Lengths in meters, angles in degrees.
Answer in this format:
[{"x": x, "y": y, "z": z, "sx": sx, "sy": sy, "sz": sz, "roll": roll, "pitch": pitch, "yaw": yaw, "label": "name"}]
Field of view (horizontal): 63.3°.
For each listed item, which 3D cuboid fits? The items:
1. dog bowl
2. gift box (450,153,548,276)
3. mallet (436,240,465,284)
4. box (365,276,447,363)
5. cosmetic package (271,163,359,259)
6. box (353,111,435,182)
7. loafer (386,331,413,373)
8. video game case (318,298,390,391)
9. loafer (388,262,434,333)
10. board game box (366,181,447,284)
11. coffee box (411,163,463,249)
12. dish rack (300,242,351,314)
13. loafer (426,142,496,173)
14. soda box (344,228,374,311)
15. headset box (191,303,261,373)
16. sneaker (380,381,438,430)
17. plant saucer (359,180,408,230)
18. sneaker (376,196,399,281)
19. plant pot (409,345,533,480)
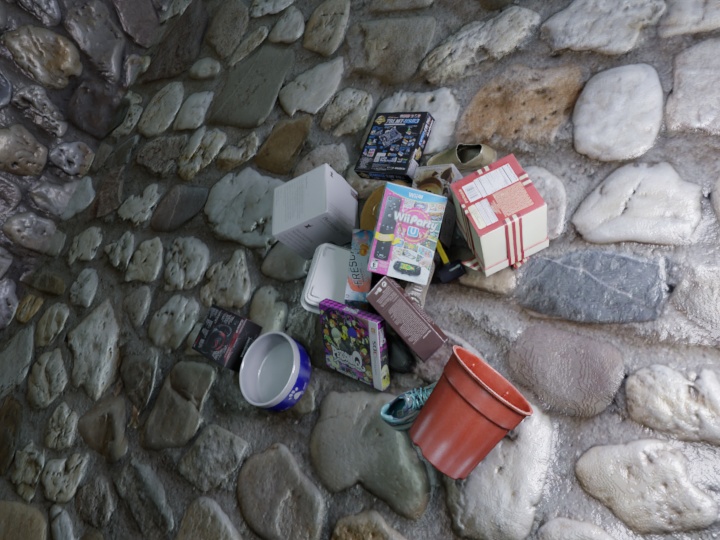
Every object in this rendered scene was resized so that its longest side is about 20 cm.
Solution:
[{"x": -0.231, "y": 0.273, "z": 1.576, "sx": 0.196, "sy": 0.079, "sz": 0.205, "roll": -17, "pitch": 58, "yaw": 28, "label": "dog bowl"}, {"x": 0.296, "y": -0.115, "z": 1.312, "sx": 0.196, "sy": 0.188, "sz": 0.188, "roll": -22, "pitch": 56, "yaw": 7, "label": "gift box"}, {"x": 0.191, "y": -0.069, "z": 1.388, "sx": 0.064, "sy": 0.204, "sz": 0.041, "roll": -18, "pitch": 14, "yaw": 15, "label": "mallet"}, {"x": 0.108, "y": 0.110, "z": 1.340, "sx": 0.075, "sy": 0.100, "sz": 0.200, "roll": -46, "pitch": 79, "yaw": 8, "label": "box"}, {"x": -0.127, "y": -0.164, "z": 1.667, "sx": 0.196, "sy": 0.164, "sz": 0.169, "roll": -19, "pitch": 57, "yaw": 28, "label": "cosmetic package"}, {"x": 0.096, "y": -0.358, "z": 1.680, "sx": 0.197, "sy": 0.049, "sz": 0.203, "roll": 11, "pitch": 73, "yaw": 40, "label": "box"}, {"x": 0.050, "y": 0.177, "z": 1.422, "sx": 0.073, "sy": 0.072, "sz": 0.199, "roll": -53, "pitch": 49, "yaw": -1, "label": "loafer"}, {"x": -0.016, "y": 0.178, "z": 1.422, "sx": 0.197, "sy": 0.035, "sz": 0.186, "roll": 16, "pitch": 120, "yaw": 40, "label": "video game case"}, {"x": 0.123, "y": 0.058, "z": 1.435, "sx": 0.204, "sy": 0.074, "sz": 0.068, "roll": -65, "pitch": 12, "yaw": 2, "label": "loafer"}, {"x": 0.104, "y": -0.086, "z": 1.342, "sx": 0.143, "sy": 0.064, "sz": 0.206, "roll": 13, "pitch": 98, "yaw": -1, "label": "board game box"}, {"x": 0.184, "y": -0.161, "z": 1.492, "sx": 0.111, "sy": 0.079, "sz": 0.205, "roll": 0, "pitch": 67, "yaw": 36, "label": "coffee box"}, {"x": -0.055, "y": 0.023, "z": 1.522, "sx": 0.167, "sy": 0.044, "sz": 0.204, "roll": 16, "pitch": 63, "yaw": -1, "label": "dish rack"}, {"x": 0.253, "y": -0.293, "z": 1.517, "sx": 0.196, "sy": 0.067, "sz": 0.078, "roll": -10, "pitch": 61, "yaw": 32, "label": "loafer"}, {"x": 0.000, "y": 0.000, "z": 1.477, "sx": 0.062, "sy": 0.069, "sz": 0.205, "roll": 5, "pitch": 63, "yaw": 1, "label": "soda box"}, {"x": -0.392, "y": 0.203, "z": 1.733, "sx": 0.197, "sy": 0.075, "sz": 0.152, "roll": 15, "pitch": 77, "yaw": 40, "label": "headset box"}, {"x": 0.131, "y": 0.296, "z": 1.292, "sx": 0.197, "sy": 0.086, "sz": 0.079, "roll": -32, "pitch": 52, "yaw": 19, "label": "sneaker"}, {"x": 0.056, "y": -0.158, "z": 1.577, "sx": 0.199, "sy": 0.035, "sz": 0.205, "roll": -33, "pitch": 45, "yaw": 39, "label": "plant saucer"}, {"x": 0.087, "y": -0.081, "z": 1.412, "sx": 0.073, "sy": 0.205, "sz": 0.107, "roll": -9, "pitch": 32, "yaw": -20, "label": "sneaker"}, {"x": 0.209, "y": 0.294, "z": 1.178, "sx": 0.197, "sy": 0.199, "sz": 0.201, "roll": -54, "pitch": 48, "yaw": 10, "label": "plant pot"}]
